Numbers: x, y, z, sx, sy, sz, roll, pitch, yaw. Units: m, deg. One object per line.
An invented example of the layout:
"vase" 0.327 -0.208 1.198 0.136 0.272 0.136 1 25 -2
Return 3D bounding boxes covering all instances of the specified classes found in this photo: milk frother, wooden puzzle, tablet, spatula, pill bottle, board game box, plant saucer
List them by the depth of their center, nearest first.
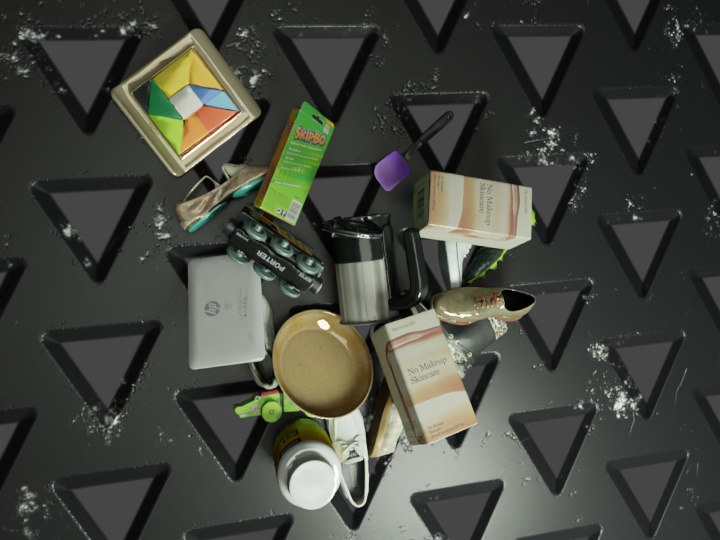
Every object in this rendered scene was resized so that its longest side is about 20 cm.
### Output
"pill bottle" -0.093 0.332 1.049 0.108 0.200 0.111 0 92 -12
"milk frother" 0.000 0.000 1.051 0.199 0.179 0.191 -10 94 -45
"tablet" -0.234 0.066 1.055 0.128 0.014 0.202 -7 65 -3
"wooden puzzle" -0.303 -0.296 1.070 0.199 0.037 0.186 -39 98 -8
"board game box" -0.116 -0.191 1.091 0.095 0.030 0.202 26 87 -53
"plant saucer" -0.071 0.170 1.097 0.198 0.035 0.202 15 58 -25
"spatula" 0.107 -0.237 1.164 0.200 0.021 0.057 -45 112 -10

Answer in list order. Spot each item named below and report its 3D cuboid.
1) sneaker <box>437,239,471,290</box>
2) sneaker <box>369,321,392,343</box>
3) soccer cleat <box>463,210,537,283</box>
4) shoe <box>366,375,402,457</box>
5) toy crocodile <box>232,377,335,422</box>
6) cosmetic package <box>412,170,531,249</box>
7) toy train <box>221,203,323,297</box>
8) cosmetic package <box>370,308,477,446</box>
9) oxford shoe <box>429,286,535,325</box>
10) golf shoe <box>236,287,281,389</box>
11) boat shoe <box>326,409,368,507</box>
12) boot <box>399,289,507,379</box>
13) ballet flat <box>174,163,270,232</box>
"sneaker" 0.186 -0.062 1.160 0.070 0.073 0.203 -4 92 -8
"sneaker" 0.103 0.172 1.132 0.070 0.108 0.200 -44 99 -8
"soccer cleat" 0.257 -0.060 1.185 0.081 0.068 0.200 44 77 1
"shoe" 0.058 0.260 1.130 0.053 0.070 0.202 10 114 -12
"toy crocodile" -0.131 0.234 1.107 0.197 0.067 0.063 -5 89 -14
"cosmetic package" 0.199 -0.106 1.094 0.197 0.087 0.105 5 79 -16
"toy train" -0.148 -0.036 1.072 0.199 0.114 0.085 34 115 -13
"cosmetic package" 0.104 0.180 1.028 0.102 0.087 0.202 -17 78 -21
"oxford shoe" 0.224 0.055 1.114 0.197 0.075 0.071 -3 71 -17
"golf shoe" -0.181 0.114 1.078 0.077 0.097 0.202 -22 94 -8
"boat shoe" -0.015 0.335 1.131 0.073 0.065 0.203 -14 97 -10
"boot" 0.175 0.089 1.168 0.153 0.073 0.204 -38 96 -14
"ballet flat" -0.241 -0.147 1.075 0.199 0.068 0.068 -34 91 -10
